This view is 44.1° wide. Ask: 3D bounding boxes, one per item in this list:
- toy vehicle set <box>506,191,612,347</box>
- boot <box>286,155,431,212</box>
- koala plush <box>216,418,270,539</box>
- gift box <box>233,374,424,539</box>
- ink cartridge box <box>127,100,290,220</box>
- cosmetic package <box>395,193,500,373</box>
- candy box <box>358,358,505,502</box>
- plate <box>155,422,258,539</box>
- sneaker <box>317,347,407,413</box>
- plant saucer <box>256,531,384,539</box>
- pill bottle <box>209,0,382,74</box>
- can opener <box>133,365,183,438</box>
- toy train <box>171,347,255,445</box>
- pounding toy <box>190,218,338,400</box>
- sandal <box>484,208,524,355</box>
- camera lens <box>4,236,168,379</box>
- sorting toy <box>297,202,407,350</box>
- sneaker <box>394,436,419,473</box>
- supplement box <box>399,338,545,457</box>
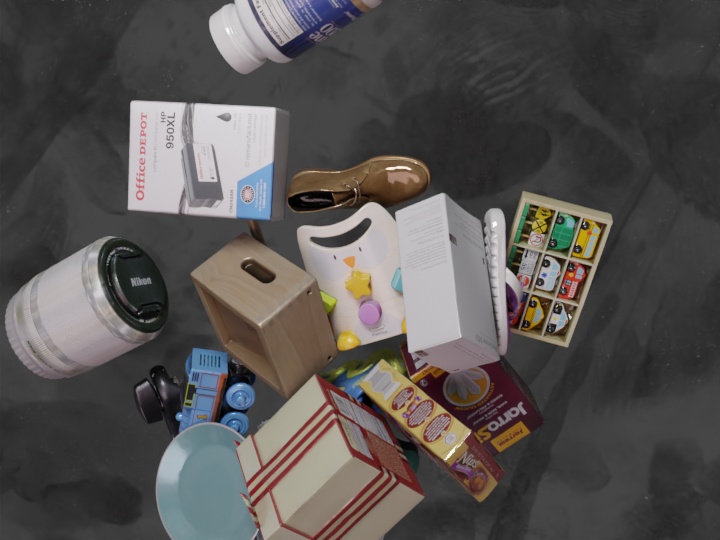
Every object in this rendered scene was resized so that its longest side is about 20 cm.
[{"bbox_3d":[0.254,0.001,1.219,0.123,0.027,0.202,14,118,4],"label":"toy vehicle set"},{"bbox_3d":[-0.004,-0.105,1.187,0.197,0.076,0.075,-6,113,11],"label":"boot"},{"bbox_3d":[-0.127,0.344,1.413,0.176,0.184,0.202,22,98,-12],"label":"koala plush"},{"bbox_3d":[-0.061,0.269,1.183,0.187,0.185,0.199,-46,124,11],"label":"gift box"},{"bbox_3d":[-0.200,-0.145,1.174,0.197,0.084,0.147,4,95,9],"label":"ink cartridge box"},{"bbox_3d":[0.111,0.018,1.141,0.080,0.203,0.112,-21,152,29],"label":"cosmetic package"},{"bbox_3d":[0.092,0.211,1.186,0.057,0.199,0.117,-46,130,-10],"label":"candy box"},{"bbox_3d":[-0.219,0.328,1.321,0.198,0.026,0.203,-3,84,24],"label":"plate"},{"bbox_3d":[-0.021,0.189,1.323,0.199,0.105,0.076,-35,106,24],"label":"sneaker"},{"bbox_3d":[-0.059,0.368,1.332,0.198,0.039,0.204,0,92,-10],"label":"plant saucer"},{"bbox_3d":[-0.080,-0.321,1.069,0.198,0.111,0.112,-26,110,22],"label":"pill bottle"},{"bbox_3d":[-0.303,0.239,1.432,0.078,0.064,0.202,-22,124,-9],"label":"can opener"},{"bbox_3d":[-0.227,0.218,1.375,0.113,0.087,0.202,10,112,-11],"label":"toy train"},{"bbox_3d":[-0.132,0.030,1.228,0.199,0.142,0.185,32,150,36],"label":"pounding toy"},{"bbox_3d":[0.195,0.019,1.183,0.049,0.083,0.205,-5,109,0],"label":"sandal"},{"bbox_3d":[-0.393,0.055,1.293,0.198,0.160,0.161,-25,110,21],"label":"camera lens"},{"bbox_3d":[0.000,0.000,1.218,0.198,0.107,0.181,-18,115,18],"label":"sorting toy"},{"bbox_3d":[-0.003,0.268,1.374,0.198,0.081,0.071,21,148,-9],"label":"sneaker"},{"bbox_3d":[0.158,0.160,1.255,0.110,0.086,0.200,-35,118,11],"label":"supplement box"}]
